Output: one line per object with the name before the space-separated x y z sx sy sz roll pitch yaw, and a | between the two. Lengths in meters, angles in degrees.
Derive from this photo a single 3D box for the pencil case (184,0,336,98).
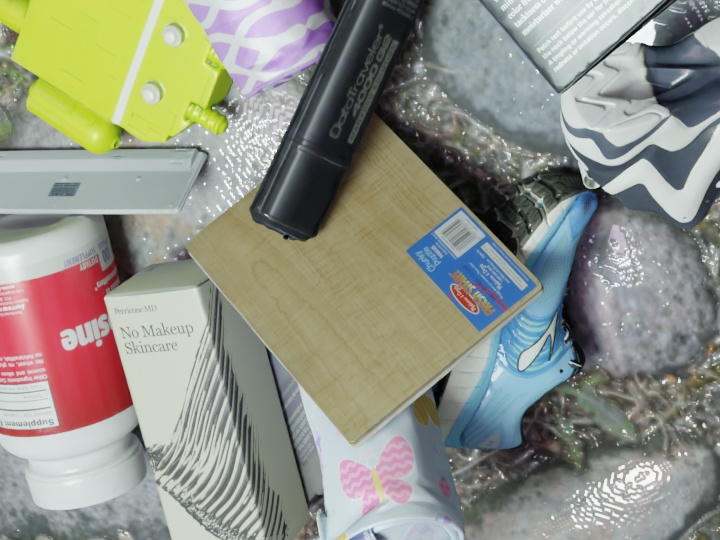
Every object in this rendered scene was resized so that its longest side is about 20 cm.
pencil case | -0.083 -0.208 1.351 0.084 0.085 0.201 -23 98 24

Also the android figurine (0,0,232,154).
android figurine | -0.162 -0.164 1.436 0.200 0.041 0.182 34 121 12

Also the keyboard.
keyboard | -0.202 -0.061 1.490 0.199 0.056 0.011 1 144 26

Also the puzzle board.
puzzle board | 0.000 0.000 1.337 0.151 0.017 0.200 -39 55 -6

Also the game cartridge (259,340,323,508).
game cartridge | -0.036 0.066 1.472 0.129 0.038 0.200 38 122 3

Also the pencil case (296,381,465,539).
pencil case | 0.005 0.097 1.338 0.091 0.083 0.201 -32 51 29

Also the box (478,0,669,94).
box | 0.116 -0.230 1.178 0.199 0.200 0.123 50 123 1

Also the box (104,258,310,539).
box | -0.102 0.095 1.458 0.082 0.068 0.201 -7 107 28

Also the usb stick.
usb stick | -0.010 -0.112 1.330 0.033 0.055 0.201 27 94 43

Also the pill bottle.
pill bottle | -0.214 0.061 1.509 0.112 0.112 0.201 -3 109 27

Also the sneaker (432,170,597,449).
sneaker | 0.107 0.028 1.374 0.090 0.078 0.201 17 113 -16

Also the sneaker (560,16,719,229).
sneaker | 0.216 -0.086 1.268 0.198 0.130 0.080 -15 64 -4
